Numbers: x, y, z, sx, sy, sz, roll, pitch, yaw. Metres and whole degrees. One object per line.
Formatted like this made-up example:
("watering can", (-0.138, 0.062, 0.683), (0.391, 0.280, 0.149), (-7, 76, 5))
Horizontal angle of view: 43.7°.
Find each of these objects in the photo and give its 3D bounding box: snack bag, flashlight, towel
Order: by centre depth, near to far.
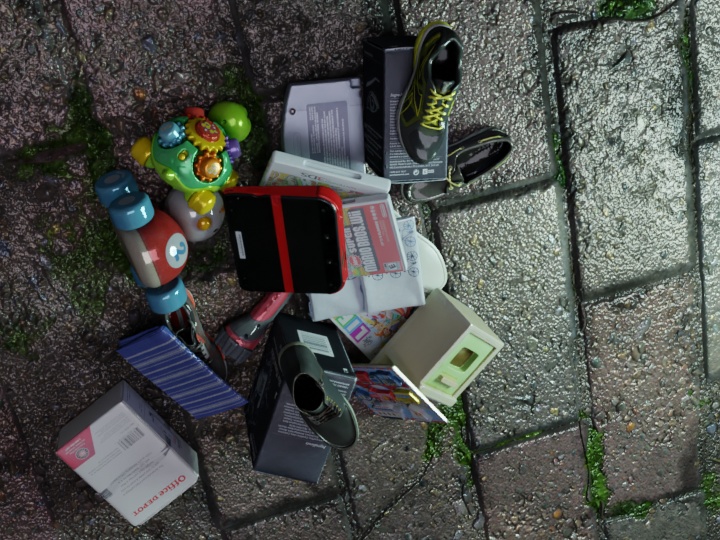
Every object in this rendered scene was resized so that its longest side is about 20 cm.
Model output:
("snack bag", (0.000, 0.000, 1.453), (0.198, 0.022, 0.190), (-8, 129, 2))
("towel", (-0.295, 0.169, 1.483), (0.144, 0.024, 0.200), (-21, 123, 41))
("flashlight", (-0.160, 0.059, 1.491), (0.068, 0.068, 0.201), (34, 101, -21))

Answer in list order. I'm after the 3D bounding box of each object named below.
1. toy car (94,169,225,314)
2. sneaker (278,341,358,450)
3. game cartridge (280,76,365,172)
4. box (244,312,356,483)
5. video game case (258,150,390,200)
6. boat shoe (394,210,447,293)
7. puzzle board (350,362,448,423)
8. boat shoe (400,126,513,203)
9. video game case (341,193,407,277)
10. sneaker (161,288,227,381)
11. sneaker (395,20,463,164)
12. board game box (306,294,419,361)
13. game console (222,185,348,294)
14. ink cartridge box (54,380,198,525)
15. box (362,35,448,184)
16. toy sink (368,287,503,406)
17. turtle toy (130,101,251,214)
("toy car", (-0.270, -0.074, 1.370), (0.199, 0.177, 0.186), (-26, 125, -15))
("sneaker", (-0.060, 0.210, 1.333), (0.074, 0.106, 0.201), (-31, 113, 2))
("game cartridge", (-0.060, -0.202, 1.431), (0.132, 0.041, 0.202), (-8, 112, -14))
("box", (-0.106, 0.207, 1.488), (0.116, 0.197, 0.202), (14, 107, -17))
("video game case", (-0.069, -0.109, 1.390), (0.180, 0.200, 0.023), (13, 65, -13))
("boat shoe", (0.070, -0.038, 1.507), (0.200, 0.062, 0.075), (40, 88, -28))
("puzzle board", (0.040, 0.211, 1.534), (0.151, 0.199, 0.017), (47, 63, -23))
("boat shoe", (0.158, -0.171, 1.479), (0.200, 0.061, 0.072), (-32, 114, 0))
("video game case", (-0.038, -0.045, 1.384), (0.198, 0.018, 0.144), (-7, 130, 13))
("sneaker", (-0.281, 0.123, 1.478), (0.077, 0.082, 0.201), (-26, 114, -2))
("sneaker", (0.098, -0.246, 1.264), (0.074, 0.085, 0.202), (1, 110, -13))
("board game box", (0.014, 0.054, 1.546), (0.134, 0.034, 0.200), (-41, 114, 5))
("game console", (-0.111, -0.044, 1.366), (0.175, 0.031, 0.201), (3, 131, 8))
("ink cartridge box", (-0.392, 0.311, 1.524), (0.146, 0.083, 0.200), (-37, 113, 3))
("box", (0.067, -0.250, 1.380), (0.103, 0.148, 0.202), (-4, 112, -11))
("toy sink", (0.127, 0.153, 1.540), (0.200, 0.112, 0.130), (-48, 141, 9))
("turtle toy", (-0.233, -0.186, 1.328), (0.145, 0.200, 0.101), (40, 128, -4))
